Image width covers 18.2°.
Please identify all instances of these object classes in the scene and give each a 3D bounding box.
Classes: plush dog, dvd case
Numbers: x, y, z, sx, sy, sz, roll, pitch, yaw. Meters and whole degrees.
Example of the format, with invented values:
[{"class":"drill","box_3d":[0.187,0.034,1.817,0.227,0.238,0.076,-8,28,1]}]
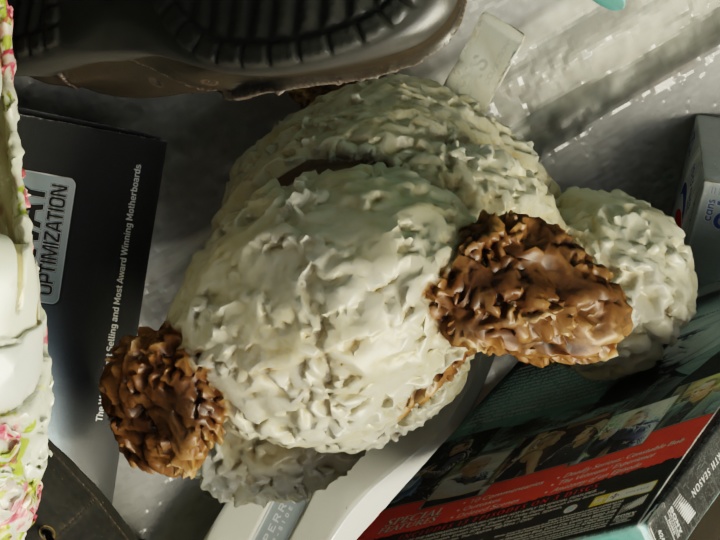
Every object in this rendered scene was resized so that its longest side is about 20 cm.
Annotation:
[{"class":"plush dog","box_3d":[0.000,0.000,0.740,0.199,0.172,0.162,-21,104,12]},{"class":"dvd case","box_3d":[0.081,0.057,0.775,0.145,0.200,0.022,-21,105,37]}]

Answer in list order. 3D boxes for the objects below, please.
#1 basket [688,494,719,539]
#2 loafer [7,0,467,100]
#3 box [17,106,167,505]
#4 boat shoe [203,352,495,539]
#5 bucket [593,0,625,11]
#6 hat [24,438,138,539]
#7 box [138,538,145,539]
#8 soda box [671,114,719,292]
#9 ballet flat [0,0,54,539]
[{"class":"basket","box_3d":[0.141,0.137,0.842,0.180,0.136,0.201,27,89,-44]},{"class":"loafer","box_3d":[-0.038,-0.090,0.702,0.071,0.199,0.074,14,82,-49]},{"class":"box","box_3d":[-0.157,0.041,0.741,0.157,0.050,0.202,10,87,-29]},{"class":"boat shoe","box_3d":[-0.002,0.084,0.876,0.201,0.072,0.068,-64,155,1]},{"class":"bucket","box_3d":[0.063,-0.196,0.664,0.134,0.207,0.208,23,107,-27]},{"class":"hat","box_3d":[-0.138,0.117,0.674,0.200,0.202,0.081,24,126,-33]},{"class":"box","box_3d":[-0.159,0.117,0.812,0.198,0.075,0.051,9,90,-28]},{"class":"soda box","box_3d":[0.221,-0.003,0.875,0.198,0.068,0.064,10,116,0]},{"class":"ballet flat","box_3d":[-0.125,-0.013,0.662,0.075,0.202,0.064,1,155,-35]}]
